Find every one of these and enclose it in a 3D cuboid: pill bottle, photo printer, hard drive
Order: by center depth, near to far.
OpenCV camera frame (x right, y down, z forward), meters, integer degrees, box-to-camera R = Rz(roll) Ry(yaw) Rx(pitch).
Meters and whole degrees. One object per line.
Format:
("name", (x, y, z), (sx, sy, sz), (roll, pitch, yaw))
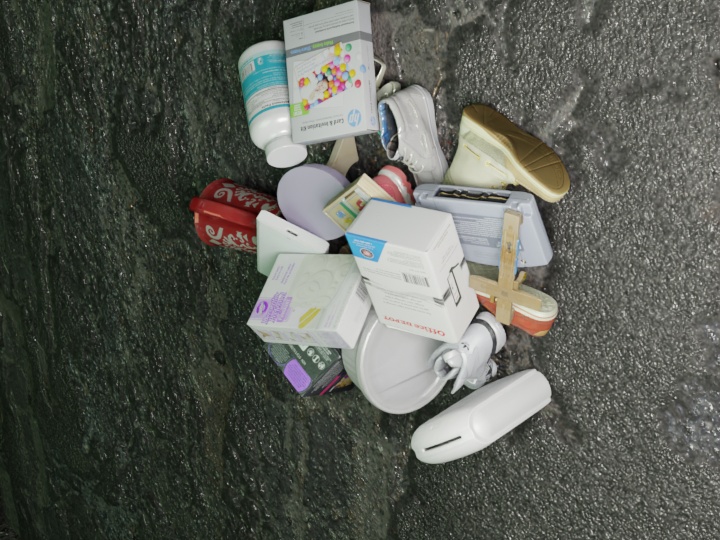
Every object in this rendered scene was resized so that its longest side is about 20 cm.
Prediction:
("photo printer", (0.183, 0.234, 1.625), (0.166, 0.199, 0.070), (-32, 84, 50))
("pill bottle", (-0.141, -0.279, 1.759), (0.111, 0.110, 0.202), (-41, 54, 50))
("hard drive", (-0.121, -0.023, 1.825), (0.131, 0.026, 0.200), (27, 155, 7))

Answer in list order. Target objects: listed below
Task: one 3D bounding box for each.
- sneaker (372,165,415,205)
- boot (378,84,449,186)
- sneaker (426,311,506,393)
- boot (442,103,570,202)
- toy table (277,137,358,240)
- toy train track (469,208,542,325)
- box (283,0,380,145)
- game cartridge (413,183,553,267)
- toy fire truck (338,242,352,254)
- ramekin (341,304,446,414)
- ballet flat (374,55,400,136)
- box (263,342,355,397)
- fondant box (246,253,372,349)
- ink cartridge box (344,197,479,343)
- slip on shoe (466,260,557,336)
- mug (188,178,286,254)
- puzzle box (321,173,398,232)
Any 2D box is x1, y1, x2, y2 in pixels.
("sneaker", (0.066, -0.065, 1.677), (0.201, 0.086, 0.074), (57, 155, -5))
("boot", (0.077, -0.181, 1.616), (0.073, 0.095, 0.202), (0, 110, 49))
("sneaker", (0.160, 0.150, 1.651), (0.075, 0.114, 0.201), (48, 156, 21))
("boot", (0.207, -0.128, 1.516), (0.200, 0.072, 0.156), (44, 138, 26))
("toy table", (-0.038, -0.128, 1.762), (0.199, 0.117, 0.186), (20, 124, 43))
("toy train track", (0.216, -0.008, 1.491), (0.114, 0.033, 0.201), (20, 135, 23))
("box", (-0.047, -0.310, 1.646), (0.155, 0.041, 0.203), (-4, 91, 37))
("game cartridge", (0.181, -0.064, 1.521), (0.198, 0.041, 0.134), (10, 138, 36))
("toy fire truck", (0.000, 0.000, 1.813), (0.199, 0.049, 0.142), (13, 131, 46))
("ramekin", (0.058, 0.128, 1.729), (0.094, 0.201, 0.205), (21, 125, 54))
("ballet flat", (0.022, -0.295, 1.661), (0.072, 0.068, 0.201), (-44, 70, 31))
("box", (-0.060, 0.141, 1.844), (0.106, 0.200, 0.123), (-45, 71, 16))
("fondant box", (-0.075, 0.047, 1.708), (0.198, 0.145, 0.058), (0, 147, 39))
("ink cartridge box", (0.080, 0.002, 1.545), (0.145, 0.085, 0.201), (14, 144, 32))
("slip on shoe", (0.213, 0.042, 1.599), (0.199, 0.074, 0.062), (29, 132, 31))
("mug", (-0.215, -0.085, 1.952), (0.199, 0.177, 0.135), (17, 118, 38))
("puzzle box", (0.043, -0.056, 1.612), (0.200, 0.026, 0.133), (41, 151, -10))
